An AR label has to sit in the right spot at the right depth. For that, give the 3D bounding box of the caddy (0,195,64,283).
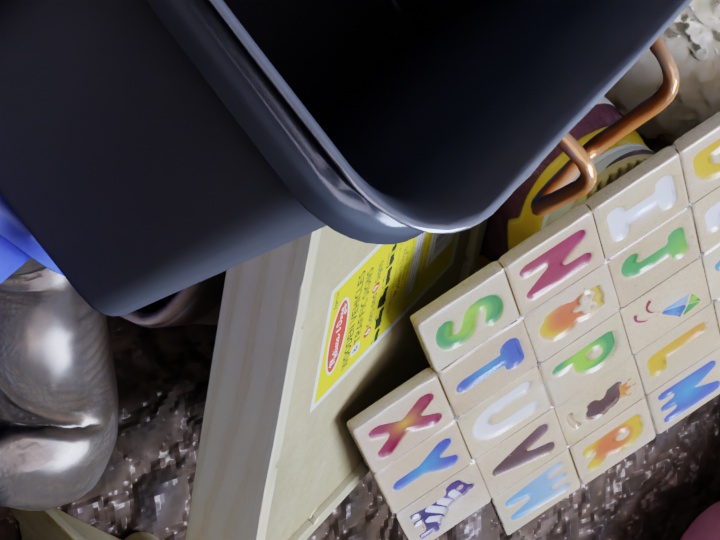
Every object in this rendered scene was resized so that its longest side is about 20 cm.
[{"bbox_3d":[-0.159,-0.055,0.701,0.200,0.141,0.105,44,92,-7],"label":"caddy"}]

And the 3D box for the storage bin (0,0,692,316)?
[{"bbox_3d":[-0.004,-0.072,0.655,0.146,0.134,0.200,52,49,-9],"label":"storage bin"}]

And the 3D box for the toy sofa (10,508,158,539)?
[{"bbox_3d":[-0.112,0.187,0.888,0.097,0.083,0.201,32,90,-37],"label":"toy sofa"}]

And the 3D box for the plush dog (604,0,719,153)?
[{"bbox_3d":[0.149,-0.097,0.919,0.170,0.161,0.202,-4,113,-5],"label":"plush dog"}]

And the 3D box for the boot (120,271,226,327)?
[{"bbox_3d":[-0.016,-0.075,0.819,0.146,0.070,0.201,-30,138,-56],"label":"boot"}]

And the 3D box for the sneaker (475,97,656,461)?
[{"bbox_3d":[0.066,0.000,0.940,0.075,0.090,0.201,-26,147,-21],"label":"sneaker"}]

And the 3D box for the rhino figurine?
[{"bbox_3d":[-0.113,-0.011,0.820,0.087,0.060,0.202,-9,112,-32],"label":"rhino figurine"}]

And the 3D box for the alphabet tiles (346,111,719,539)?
[{"bbox_3d":[0.090,0.020,0.893,0.199,0.006,0.167,-33,148,-6],"label":"alphabet tiles"}]

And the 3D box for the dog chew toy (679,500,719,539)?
[{"bbox_3d":[0.178,0.130,1.037,0.199,0.125,0.125,-33,124,-8],"label":"dog chew toy"}]

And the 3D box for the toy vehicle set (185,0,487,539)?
[{"bbox_3d":[0.000,0.000,0.827,0.124,0.026,0.201,-44,157,-40],"label":"toy vehicle set"}]
